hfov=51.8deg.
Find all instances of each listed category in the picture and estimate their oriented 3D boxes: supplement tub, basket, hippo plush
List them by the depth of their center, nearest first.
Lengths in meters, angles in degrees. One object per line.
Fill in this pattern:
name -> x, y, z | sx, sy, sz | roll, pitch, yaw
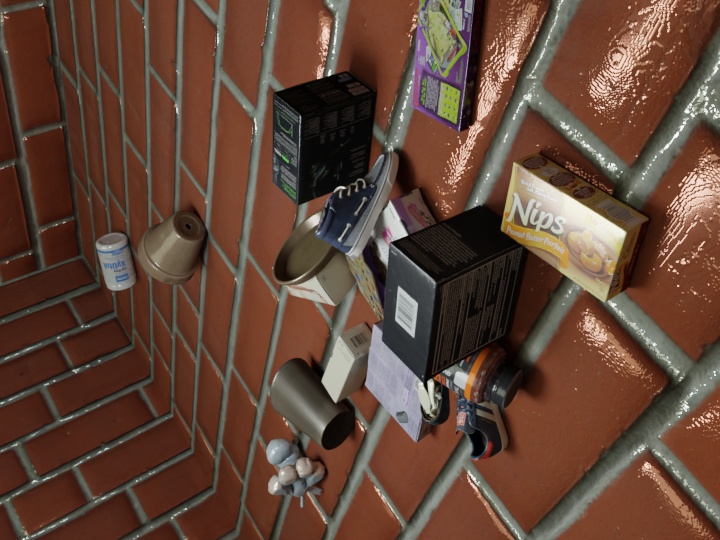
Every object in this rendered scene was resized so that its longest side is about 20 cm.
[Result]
supplement tub -> 0.178, 0.156, 1.272 | 0.197, 0.106, 0.109 | 28, 133, 28
basket -> -0.118, 0.346, 1.873 | 0.198, 0.134, 0.184 | 33, 139, 39
hippo plush -> -0.187, 0.555, 2.145 | 0.199, 0.158, 0.163 | 39, -160, -48
supplement tub -> -0.996, -0.038, 3.028 | 0.131, 0.130, 0.205 | 28, 133, 46

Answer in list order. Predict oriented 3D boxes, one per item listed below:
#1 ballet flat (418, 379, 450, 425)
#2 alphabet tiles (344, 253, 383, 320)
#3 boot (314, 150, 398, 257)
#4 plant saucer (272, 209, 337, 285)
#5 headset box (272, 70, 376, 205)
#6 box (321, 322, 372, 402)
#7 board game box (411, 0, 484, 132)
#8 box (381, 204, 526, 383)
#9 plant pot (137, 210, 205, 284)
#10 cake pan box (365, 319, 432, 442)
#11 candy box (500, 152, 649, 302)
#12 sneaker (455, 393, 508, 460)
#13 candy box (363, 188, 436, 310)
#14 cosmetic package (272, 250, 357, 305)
ballet flat -> 0.132, 0.188, 1.380 | 0.072, 0.071, 0.206 | -1, 93, 58
alphabet tiles -> 0.000, 0.000, 1.448 | 0.167, 0.006, 0.203 | 55, 167, 44
boot -> -0.006, -0.133, 1.315 | 0.205, 0.089, 0.072 | -67, 20, -6
plant saucer -> -0.106, -0.047, 1.564 | 0.029, 0.202, 0.198 | 43, 162, -30
headset box -> -0.070, -0.238, 1.370 | 0.093, 0.172, 0.204 | 41, 142, 34
box -> -0.024, 0.211, 1.679 | 0.069, 0.081, 0.202 | 51, 145, 23
board game box -> 0.130, -0.330, 1.132 | 0.119, 0.032, 0.204 | 35, 136, 37
box -> 0.145, 0.034, 1.175 | 0.123, 0.195, 0.204 | 41, 141, 39
plant pot -> -0.560, -0.086, 2.267 | 0.174, 0.198, 0.203 | -41, 74, 41
cake pan box -> 0.087, 0.224, 1.538 | 0.184, 0.052, 0.204 | 41, 141, 35
candy box -> 0.288, -0.063, 1.023 | 0.200, 0.054, 0.118 | 42, 141, 38
sneaker -> 0.198, 0.246, 1.339 | 0.075, 0.083, 0.205 | -24, 89, 59
candy box -> 0.079, -0.025, 1.366 | 0.171, 0.070, 0.200 | 62, 150, 10
cosmetic package -> -0.095, 0.001, 1.620 | 0.198, 0.103, 0.088 | 10, 141, 57
